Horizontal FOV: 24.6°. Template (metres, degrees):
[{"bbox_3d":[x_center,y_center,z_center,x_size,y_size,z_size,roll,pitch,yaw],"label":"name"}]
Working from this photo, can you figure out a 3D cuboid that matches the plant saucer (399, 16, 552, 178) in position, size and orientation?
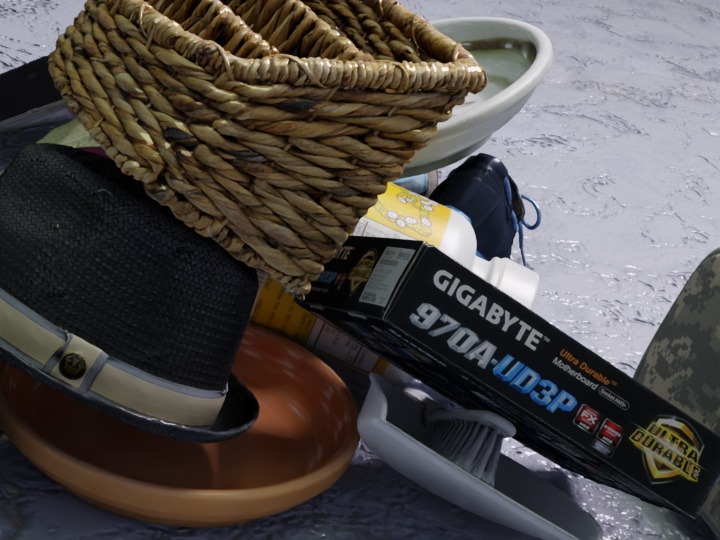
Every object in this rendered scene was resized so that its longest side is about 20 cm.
[{"bbox_3d":[0.032,-0.105,1.083,0.199,0.050,0.200,-14,26,7],"label":"plant saucer"}]

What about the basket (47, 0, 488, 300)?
[{"bbox_3d":[-0.061,-0.111,0.834,0.143,0.149,0.200,35,9,-34],"label":"basket"}]

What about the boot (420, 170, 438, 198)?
[{"bbox_3d":[-0.051,-0.094,1.248,0.150,0.073,0.200,-13,43,-37],"label":"boot"}]

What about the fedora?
[{"bbox_3d":[-0.123,0.000,0.820,0.200,0.092,0.201,30,9,-5],"label":"fedora"}]

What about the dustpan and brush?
[{"bbox_3d":[0.044,0.089,0.893,0.139,0.057,0.200,32,-14,-15],"label":"dustpan and brush"}]

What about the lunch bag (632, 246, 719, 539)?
[{"bbox_3d":[0.274,0.091,0.945,0.167,0.140,0.200,19,19,-30],"label":"lunch bag"}]

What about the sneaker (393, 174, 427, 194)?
[{"bbox_3d":[0.004,-0.071,1.158,0.082,0.074,0.200,32,62,9],"label":"sneaker"}]

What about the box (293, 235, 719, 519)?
[{"bbox_3d":[0.075,0.052,0.863,0.199,0.046,0.159,33,-7,-16],"label":"box"}]

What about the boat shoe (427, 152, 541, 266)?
[{"bbox_3d":[0.087,-0.036,1.118,0.084,0.069,0.200,33,0,0],"label":"boat shoe"}]

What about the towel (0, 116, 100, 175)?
[{"bbox_3d":[-0.155,-0.079,1.054,0.199,0.037,0.148,-5,30,42],"label":"towel"}]

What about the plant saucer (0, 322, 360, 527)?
[{"bbox_3d":[-0.100,0.078,0.886,0.199,0.038,0.200,11,25,-5],"label":"plant saucer"}]

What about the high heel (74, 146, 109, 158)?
[{"bbox_3d":[-0.189,-0.011,0.918,0.199,0.068,0.096,-5,47,18],"label":"high heel"}]

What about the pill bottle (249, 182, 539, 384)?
[{"bbox_3d":[0.000,0.000,0.987,0.199,0.113,0.113,24,24,-1],"label":"pill bottle"}]

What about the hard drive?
[{"bbox_3d":[-0.190,-0.138,1.186,0.199,0.038,0.139,-12,5,43],"label":"hard drive"}]
